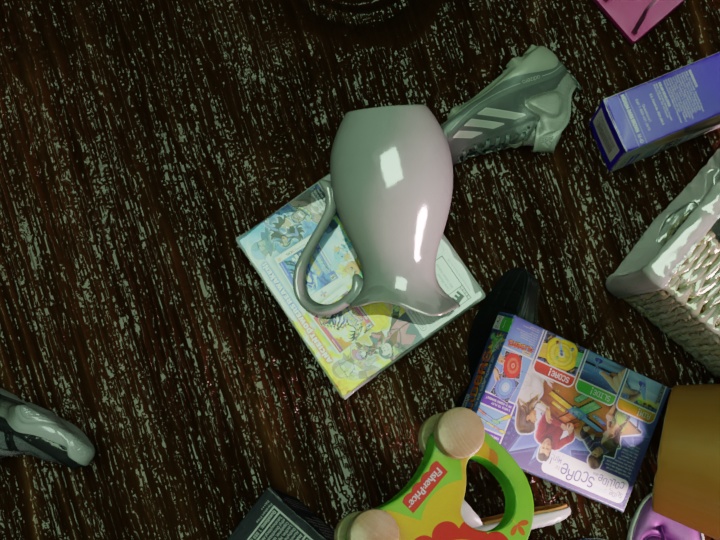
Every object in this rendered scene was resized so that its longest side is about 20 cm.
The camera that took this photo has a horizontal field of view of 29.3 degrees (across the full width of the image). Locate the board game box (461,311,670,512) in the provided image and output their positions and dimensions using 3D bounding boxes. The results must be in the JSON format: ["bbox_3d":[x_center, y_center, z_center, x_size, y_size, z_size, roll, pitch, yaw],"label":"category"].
[{"bbox_3d":[0.199,0.141,1.359,0.199,0.034,0.137,25,85,-22],"label":"board game box"}]

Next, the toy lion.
[{"bbox_3d":[0.087,0.256,1.247,0.192,0.069,0.200,44,70,-3],"label":"toy lion"}]

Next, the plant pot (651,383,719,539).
[{"bbox_3d":[0.381,0.188,1.324,0.181,0.200,0.202,10,83,18],"label":"plant pot"}]

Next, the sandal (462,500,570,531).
[{"bbox_3d":[0.106,0.240,1.376,0.204,0.079,0.060,-11,82,-8],"label":"sandal"}]

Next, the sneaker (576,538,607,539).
[{"bbox_3d":[0.177,0.302,1.329,0.198,0.111,0.077,-14,67,-12],"label":"sneaker"}]

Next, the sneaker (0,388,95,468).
[{"bbox_3d":[-0.372,0.182,1.395,0.198,0.075,0.115,23,85,10],"label":"sneaker"}]

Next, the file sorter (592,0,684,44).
[{"bbox_3d":[0.276,-0.367,1.413,0.139,0.125,0.200,-40,84,-3],"label":"file sorter"}]

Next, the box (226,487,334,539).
[{"bbox_3d":[-0.064,0.355,1.324,0.198,0.123,0.201,38,86,19],"label":"box"}]

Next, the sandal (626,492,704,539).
[{"bbox_3d":[0.303,0.323,1.370,0.081,0.050,0.205,9,82,0],"label":"sandal"}]

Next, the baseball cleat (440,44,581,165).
[{"bbox_3d":[0.143,-0.143,1.419,0.200,0.070,0.107,-42,84,-3],"label":"baseball cleat"}]

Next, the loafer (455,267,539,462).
[{"bbox_3d":[0.150,0.099,1.399,0.072,0.073,0.202,16,89,-31],"label":"loafer"}]

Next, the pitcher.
[{"bbox_3d":[0.009,-0.056,1.353,0.170,0.121,0.203,-4,93,13],"label":"pitcher"}]

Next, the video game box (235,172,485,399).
[{"bbox_3d":[0.000,0.000,1.418,0.181,0.047,0.201,-34,84,-6],"label":"video game box"}]

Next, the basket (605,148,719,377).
[{"bbox_3d":[0.370,-0.014,1.334,0.161,0.200,0.199,41,86,4],"label":"basket"}]

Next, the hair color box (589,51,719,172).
[{"bbox_3d":[0.340,-0.172,1.397,0.198,0.109,0.065,-24,83,-1],"label":"hair color box"}]
